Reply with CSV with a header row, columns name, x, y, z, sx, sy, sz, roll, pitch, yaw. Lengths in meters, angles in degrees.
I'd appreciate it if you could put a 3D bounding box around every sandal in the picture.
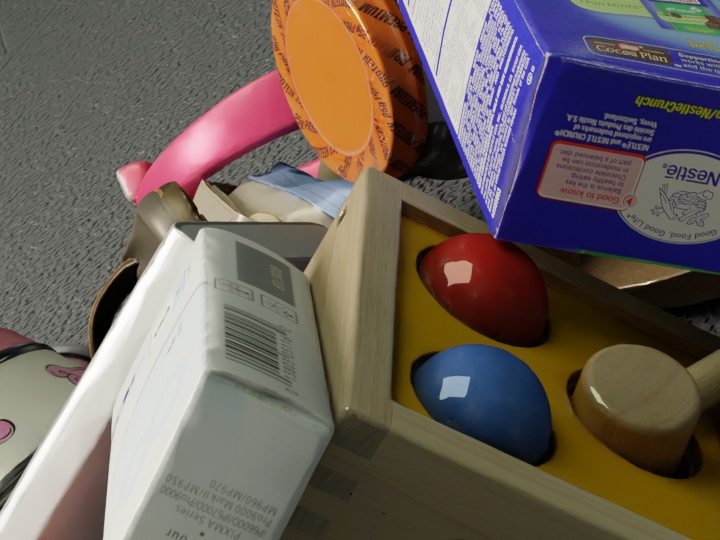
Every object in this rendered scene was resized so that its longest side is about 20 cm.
name,x,y,z,sx,sy,sz,roll,pitch,yaw
sandal,-0.086,0.034,1.045,0.054,0.082,0.200,-34,-17,-20

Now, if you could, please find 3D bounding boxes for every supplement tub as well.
name,x,y,z,sx,sy,sz,roll,pitch,yaw
supplement tub,0.069,-0.114,1.054,0.199,0.123,0.122,-23,19,-26

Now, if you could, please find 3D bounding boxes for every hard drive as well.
name,x,y,z,sx,sy,sz,roll,pitch,yaw
hard drive,-0.086,0.070,0.952,0.201,0.027,0.132,-57,-19,14

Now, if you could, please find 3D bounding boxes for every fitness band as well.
name,x,y,z,sx,sy,sz,roll,pitch,yaw
fitness band,-0.037,-0.055,1.199,0.143,0.038,0.200,-25,-12,12

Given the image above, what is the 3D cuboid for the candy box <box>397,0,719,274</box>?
name,x,y,z,sx,sy,sz,roll,pitch,yaw
candy box,0.113,-0.076,0.890,0.168,0.077,0.200,9,29,-15

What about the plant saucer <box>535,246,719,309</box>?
name,x,y,z,sx,sy,sz,roll,pitch,yaw
plant saucer,0.157,-0.041,1.062,0.199,0.036,0.201,-25,25,13

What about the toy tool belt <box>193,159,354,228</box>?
name,x,y,z,sx,sy,sz,roll,pitch,yaw
toy tool belt,0.000,0.000,1.072,0.123,0.125,0.200,-48,29,-14

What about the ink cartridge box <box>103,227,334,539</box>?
name,x,y,z,sx,sy,sz,roll,pitch,yaw
ink cartridge box,-0.075,0.099,0.777,0.201,0.047,0.160,-61,12,12

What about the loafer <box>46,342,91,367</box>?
name,x,y,z,sx,sy,sz,roll,pitch,yaw
loafer,-0.197,0.102,1.195,0.199,0.072,0.063,-26,44,27

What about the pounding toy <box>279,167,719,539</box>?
name,x,y,z,sx,sy,sz,roll,pitch,yaw
pounding toy,0.073,0.058,0.817,0.143,0.199,0.185,-59,13,27

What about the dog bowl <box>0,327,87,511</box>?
name,x,y,z,sx,sy,sz,roll,pitch,yaw
dog bowl,-0.175,0.108,1.001,0.200,0.074,0.200,-48,-12,-13
